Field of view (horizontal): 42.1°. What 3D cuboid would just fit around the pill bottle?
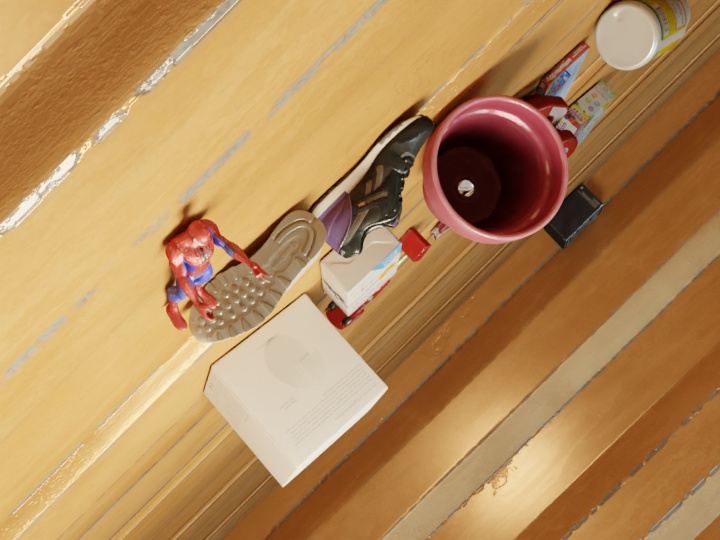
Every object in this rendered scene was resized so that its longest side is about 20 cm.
[{"bbox_3d":[0.487,-0.417,1.589,0.199,0.113,0.113,-33,165,-45],"label":"pill bottle"}]

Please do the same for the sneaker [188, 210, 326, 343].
[{"bbox_3d":[-0.118,0.016,1.110,0.200,0.077,0.081,-41,178,-11],"label":"sneaker"}]

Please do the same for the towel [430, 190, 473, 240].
[{"bbox_3d":[0.228,-0.150,1.893,0.200,0.023,0.144,-50,170,34],"label":"towel"}]

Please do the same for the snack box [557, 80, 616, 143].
[{"bbox_3d":[0.473,-0.316,2.084,0.142,0.053,0.200,-41,169,-22],"label":"snack box"}]

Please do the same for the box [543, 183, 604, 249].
[{"bbox_3d":[0.806,-0.204,3.560,0.198,0.123,0.200,-45,168,0],"label":"box"}]

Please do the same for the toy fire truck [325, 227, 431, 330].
[{"bbox_3d":[0.031,0.016,1.715,0.200,0.049,0.141,-50,168,27],"label":"toy fire truck"}]

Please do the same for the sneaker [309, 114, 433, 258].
[{"bbox_3d":[0.032,-0.100,1.166,0.200,0.088,0.076,-46,169,6],"label":"sneaker"}]

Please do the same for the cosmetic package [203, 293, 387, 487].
[{"bbox_3d":[-0.102,0.187,1.458,0.199,0.200,0.123,-37,168,-29],"label":"cosmetic package"}]

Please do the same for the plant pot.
[{"bbox_3d":[0.172,-0.133,1.343,0.200,0.200,0.179,-41,-175,-12],"label":"plant pot"}]

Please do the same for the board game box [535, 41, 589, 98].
[{"bbox_3d":[0.347,-0.325,1.670,0.103,0.019,0.200,-44,169,-10],"label":"board game box"}]

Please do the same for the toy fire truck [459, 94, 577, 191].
[{"bbox_3d":[0.255,-0.210,1.574,0.167,0.113,0.201,-7,145,-42],"label":"toy fire truck"}]

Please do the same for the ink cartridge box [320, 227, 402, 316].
[{"bbox_3d":[0.000,0.000,1.483,0.115,0.068,0.200,-42,169,-11],"label":"ink cartridge box"}]

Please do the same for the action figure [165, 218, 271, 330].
[{"bbox_3d":[-0.149,0.018,0.937,0.065,0.099,0.200,-40,166,-24],"label":"action figure"}]
